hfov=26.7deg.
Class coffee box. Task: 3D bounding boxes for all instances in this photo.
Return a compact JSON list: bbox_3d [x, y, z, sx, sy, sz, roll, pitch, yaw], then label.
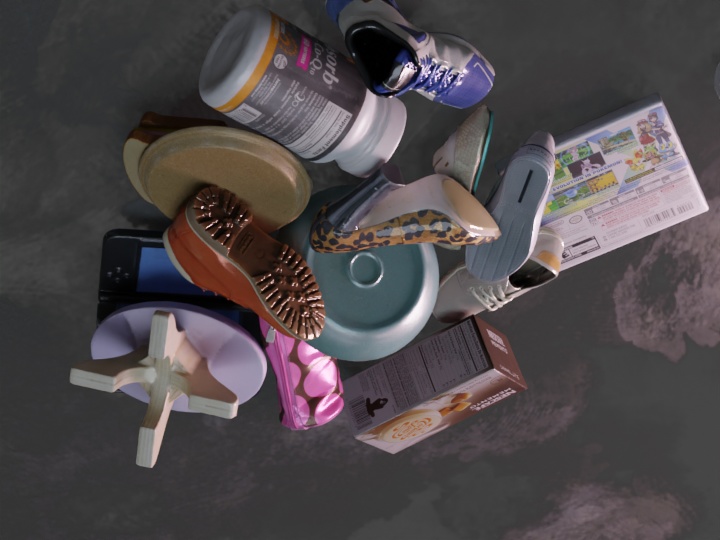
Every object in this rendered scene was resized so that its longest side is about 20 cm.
[{"bbox_3d":[0.089,0.144,1.882,0.200,0.080,0.114,-28,153,17],"label":"coffee box"}]

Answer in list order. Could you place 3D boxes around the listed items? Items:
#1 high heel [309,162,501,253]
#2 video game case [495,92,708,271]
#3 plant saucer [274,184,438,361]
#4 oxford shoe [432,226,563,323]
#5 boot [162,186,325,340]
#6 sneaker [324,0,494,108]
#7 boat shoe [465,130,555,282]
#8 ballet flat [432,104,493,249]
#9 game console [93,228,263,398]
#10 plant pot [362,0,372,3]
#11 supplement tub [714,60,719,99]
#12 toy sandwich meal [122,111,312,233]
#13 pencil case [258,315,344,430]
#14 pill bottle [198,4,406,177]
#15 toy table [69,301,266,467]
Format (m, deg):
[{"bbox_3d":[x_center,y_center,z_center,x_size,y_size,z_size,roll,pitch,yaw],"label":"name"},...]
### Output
[{"bbox_3d":[0.047,-0.044,1.660,0.200,0.071,0.143,21,135,-37],"label":"high heel"},{"bbox_3d":[0.281,-0.097,1.753,0.200,0.022,0.182,-23,130,14],"label":"video game case"},{"bbox_3d":[0.000,0.000,1.688,0.200,0.200,0.036,11,169,-17],"label":"plant saucer"},{"bbox_3d":[0.159,0.016,1.804,0.075,0.058,0.200,32,132,-31],"label":"oxford shoe"},{"bbox_3d":[-0.126,0.006,1.635,0.200,0.075,0.107,47,138,-9],"label":"boot"},{"bbox_3d":[0.048,-0.210,1.559,0.199,0.115,0.081,30,123,-29],"label":"sneaker"},{"bbox_3d":[0.178,-0.070,1.705,0.074,0.067,0.200,28,134,2],"label":"boat shoe"},{"bbox_3d":[0.104,-0.100,1.700,0.062,0.067,0.200,8,131,-1],"label":"ballet flat"},{"bbox_3d":[-0.203,0.051,1.754,0.200,0.118,0.171,3,142,-11],"label":"game console"},{"bbox_3d":[-0.023,-0.377,1.378,0.200,0.187,0.187,33,122,-14],"label":"plant pot"},{"bbox_3d":[0.483,-0.163,1.640,0.140,0.140,0.200,-31,128,20],"label":"supplement tub"},{"bbox_3d":[-0.150,-0.108,1.628,0.205,0.070,0.205,4,146,3],"label":"toy sandwich meal"},{"bbox_3d":[-0.074,0.096,1.760,0.091,0.094,0.200,-2,126,15],"label":"pencil case"},{"bbox_3d":[-0.058,-0.181,1.572,0.200,0.116,0.116,27,123,-28],"label":"pill bottle"},{"bbox_3d":[-0.213,0.113,1.684,0.200,0.117,0.184,0,110,8],"label":"toy table"}]
